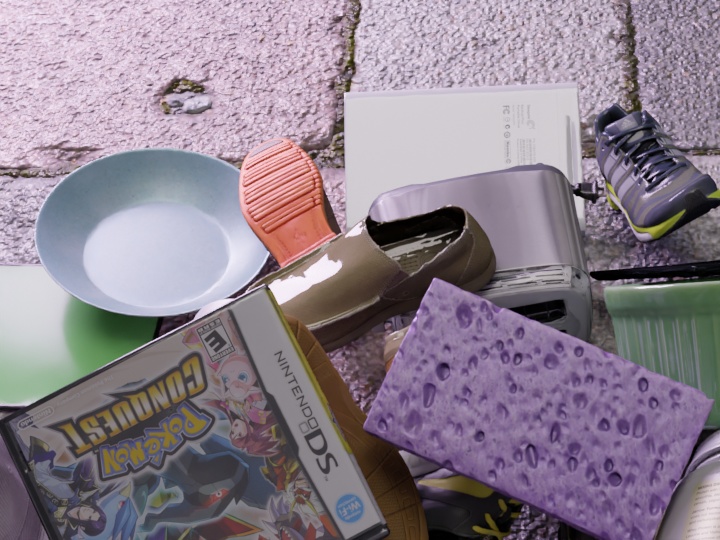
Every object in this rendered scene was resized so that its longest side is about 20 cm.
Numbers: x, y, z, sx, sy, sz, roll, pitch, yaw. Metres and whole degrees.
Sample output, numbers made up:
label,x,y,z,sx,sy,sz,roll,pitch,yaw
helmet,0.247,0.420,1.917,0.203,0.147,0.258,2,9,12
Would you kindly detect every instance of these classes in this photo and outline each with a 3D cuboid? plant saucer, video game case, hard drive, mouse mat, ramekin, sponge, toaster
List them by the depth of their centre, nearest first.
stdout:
label,x,y,z,sx,sy,sz,roll,pitch,yaw
video game case,-0.108,0.134,1.063,0.199,0.026,0.182,-27,81,-2
sponge,0.114,0.094,1.063,0.199,0.030,0.112,24,79,11
ramekin,0.272,0.053,1.147,0.198,0.098,0.200,-4,0,0
toaster,0.102,0.002,1.274,0.198,0.114,0.130,-9,48,1
mouse mat,-0.261,0.052,1.346,0.198,0.008,0.162,2,46,8
plant saucer,-0.170,-0.023,1.376,0.199,0.039,0.202,3,46,-3
hard drive,0.086,-0.089,1.388,0.198,0.027,0.133,-2,75,5

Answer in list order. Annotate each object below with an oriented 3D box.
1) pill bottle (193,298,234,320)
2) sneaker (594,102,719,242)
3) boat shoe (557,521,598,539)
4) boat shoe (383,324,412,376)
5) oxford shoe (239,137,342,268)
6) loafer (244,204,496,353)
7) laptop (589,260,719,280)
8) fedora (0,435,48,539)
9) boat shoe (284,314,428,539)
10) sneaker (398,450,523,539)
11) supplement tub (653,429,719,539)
label,x,y,z,sx,sy,sz,roll,pitch,yaw
pill bottle,-0.110,0.123,1.178,0.113,0.114,0.201,8,47,15
sneaker,0.225,-0.080,1.309,0.074,0.081,0.200,-30,17,-2
boat shoe,0.173,0.157,1.141,0.071,0.066,0.202,4,46,12
boat shoe,0.092,0.066,1.174,0.199,0.075,0.069,-1,65,-53
oxford shoe,-0.047,-0.025,1.346,0.071,0.073,0.201,-24,52,3
loafer,0.000,0.000,1.176,0.199,0.068,0.076,-21,47,-11
laptop,0.295,-0.051,1.243,0.199,0.104,0.177,-5,-1,-16
fedora,-0.301,0.165,1.178,0.176,0.091,0.201,-10,45,-3
boat shoe,-0.026,0.129,1.120,0.071,0.069,0.201,-20,76,-48
sneaker,0.094,0.150,1.137,0.199,0.074,0.085,-28,54,22
supplement tub,0.247,0.209,1.024,0.144,0.146,0.201,10,47,17
